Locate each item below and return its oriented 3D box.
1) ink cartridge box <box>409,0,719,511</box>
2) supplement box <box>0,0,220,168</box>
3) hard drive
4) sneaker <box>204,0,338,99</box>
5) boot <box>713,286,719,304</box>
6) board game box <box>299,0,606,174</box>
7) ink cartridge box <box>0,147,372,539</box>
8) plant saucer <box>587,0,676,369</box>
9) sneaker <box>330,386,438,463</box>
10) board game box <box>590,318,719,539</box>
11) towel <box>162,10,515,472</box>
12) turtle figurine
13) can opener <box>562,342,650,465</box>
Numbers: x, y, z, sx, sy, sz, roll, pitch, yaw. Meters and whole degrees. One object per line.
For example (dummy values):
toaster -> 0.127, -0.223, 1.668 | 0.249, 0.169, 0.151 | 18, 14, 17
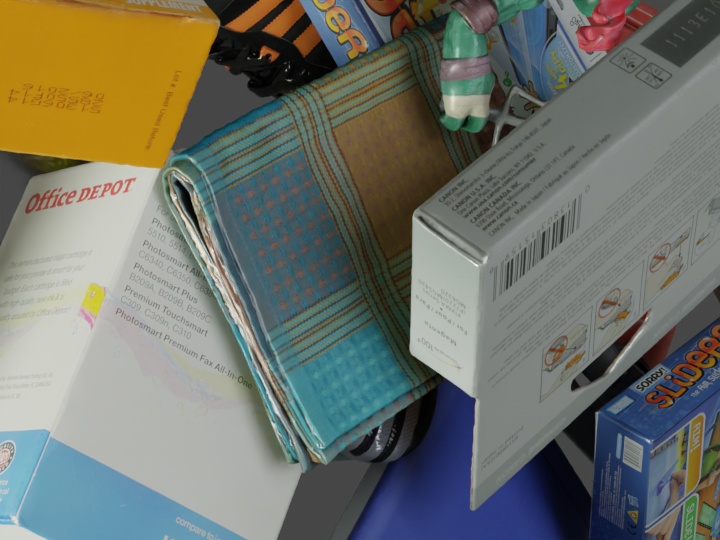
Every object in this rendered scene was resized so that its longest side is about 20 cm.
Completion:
ink cartridge box -> 0.102, -0.012, 1.098 | 0.200, 0.044, 0.174 | -39, 150, -29
supplement box -> -0.160, -0.128, 1.020 | 0.126, 0.200, 0.074 | 5, 120, -35
hard drive -> 0.053, 0.130, 1.200 | 0.132, 0.025, 0.200 | 57, 33, -17
sneaker -> -0.041, -0.114, 1.178 | 0.200, 0.070, 0.090 | -9, 88, -37
boot -> 0.253, -0.004, 1.284 | 0.200, 0.166, 0.072 | 51, 54, -46
board game box -> 0.039, -0.128, 1.179 | 0.135, 0.034, 0.200 | -41, 106, -39
ink cartridge box -> -0.097, 0.044, 1.092 | 0.125, 0.129, 0.200 | 32, 69, -29
plant saucer -> 0.117, -0.066, 1.306 | 0.200, 0.037, 0.200 | 25, 72, -31
sneaker -> 0.000, 0.000, 1.193 | 0.074, 0.088, 0.200 | 30, 62, -29
board game box -> 0.171, 0.122, 1.260 | 0.135, 0.034, 0.200 | -33, 138, -35
towel -> 0.012, -0.020, 1.090 | 0.200, 0.022, 0.147 | -32, 100, -40
turtle figurine -> 0.056, -0.151, 1.102 | 0.200, 0.101, 0.150 | 31, 52, -13
can opener -> 0.105, 0.042, 1.274 | 0.053, 0.067, 0.200 | -37, 119, 11
